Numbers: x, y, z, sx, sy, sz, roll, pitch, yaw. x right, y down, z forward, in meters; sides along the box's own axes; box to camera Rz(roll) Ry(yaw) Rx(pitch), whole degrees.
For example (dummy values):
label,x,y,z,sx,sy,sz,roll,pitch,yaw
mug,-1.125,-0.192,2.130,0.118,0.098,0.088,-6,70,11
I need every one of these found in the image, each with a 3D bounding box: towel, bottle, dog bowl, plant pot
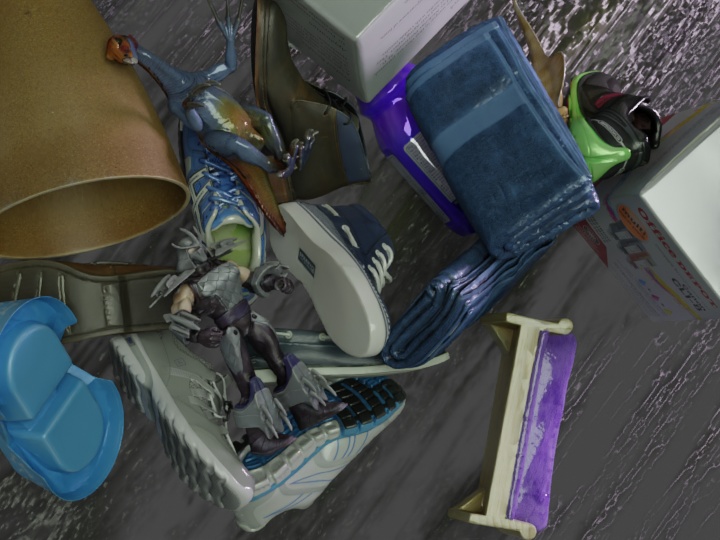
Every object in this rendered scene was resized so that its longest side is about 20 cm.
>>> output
label,x,y,z,sx,sy,sz,roll,pitch,yaw
towel,0.094,0.019,1.705,0.049,0.112,0.200,43,34,6
bottle,0.058,-0.126,1.774,0.084,0.065,0.200,-45,97,-17
dog bowl,-0.270,0.105,1.640,0.112,0.049,0.201,-58,142,-33
plant pot,-0.255,-0.135,1.657,0.185,0.186,0.201,-10,74,-14
towel,0.117,-0.114,1.668,0.111,0.049,0.201,-32,62,10

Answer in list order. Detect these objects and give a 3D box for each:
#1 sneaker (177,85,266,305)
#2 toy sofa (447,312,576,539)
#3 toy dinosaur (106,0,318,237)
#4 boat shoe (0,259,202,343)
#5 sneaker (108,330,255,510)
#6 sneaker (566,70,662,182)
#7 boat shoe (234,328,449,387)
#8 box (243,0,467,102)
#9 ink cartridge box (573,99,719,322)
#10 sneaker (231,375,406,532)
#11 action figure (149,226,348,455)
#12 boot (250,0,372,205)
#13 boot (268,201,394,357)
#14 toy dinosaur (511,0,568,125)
label,x,y,z,sx,sy,sz,roll,pitch,yaw
sneaker,-0.114,-0.067,1.724,0.075,0.077,0.201,-11,88,-12
toy sofa,0.149,0.141,1.774,0.097,0.083,0.201,12,84,-11
toy dinosaur,-0.135,-0.126,1.632,0.181,0.105,0.201,22,122,9
boat shoe,-0.230,0.027,1.697,0.199,0.068,0.072,4,94,7
sneaker,-0.139,0.115,1.674,0.082,0.075,0.200,-25,60,-21
sneaker,0.229,-0.127,1.759,0.083,0.200,0.077,-4,115,7
boat shoe,-0.018,0.066,1.726,0.199,0.075,0.062,-5,84,-12
box,-0.004,-0.294,1.703,0.199,0.131,0.200,41,77,15
ink cartridge box,0.306,-0.053,1.761,0.145,0.200,0.146,-41,96,-12
sneaker,-0.042,0.163,1.743,0.199,0.075,0.087,-29,134,-24
action figure,-0.098,0.049,1.632,0.130,0.069,0.201,-34,97,-34
boot,-0.044,-0.152,1.710,0.096,0.075,0.201,-6,124,-1
boot,0.000,0.000,1.693,0.090,0.200,0.073,-5,128,-28
toy dinosaur,0.167,-0.161,1.786,0.058,0.201,0.101,8,128,-14
